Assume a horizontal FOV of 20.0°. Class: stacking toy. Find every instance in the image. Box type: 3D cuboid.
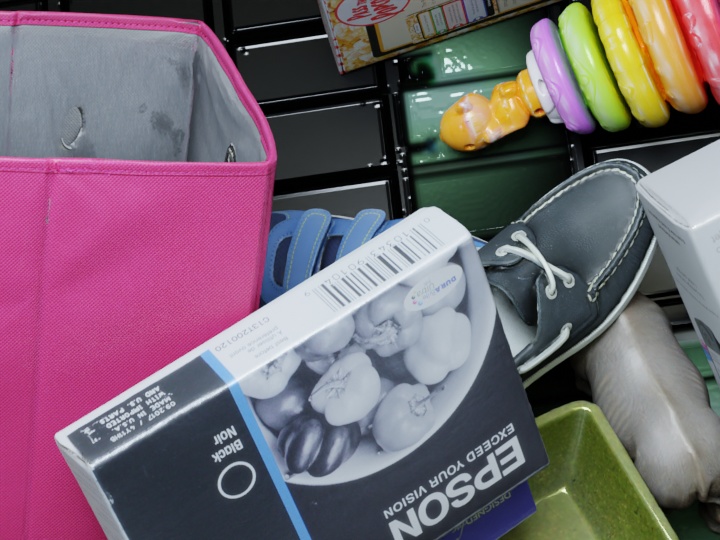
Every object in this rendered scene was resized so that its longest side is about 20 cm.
[{"bbox_3d":[0.136,-0.114,1.152,0.200,0.116,0.110,-22,64,14],"label":"stacking toy"}]

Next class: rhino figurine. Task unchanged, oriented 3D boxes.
[{"bbox_3d":[0.141,0.045,1.086,0.060,0.087,0.200,-24,69,-3],"label":"rhino figurine"}]

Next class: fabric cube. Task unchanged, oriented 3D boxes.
[{"bbox_3d":[-0.159,0.001,0.963,0.200,0.199,0.196,1,24,-15],"label":"fabric cube"}]

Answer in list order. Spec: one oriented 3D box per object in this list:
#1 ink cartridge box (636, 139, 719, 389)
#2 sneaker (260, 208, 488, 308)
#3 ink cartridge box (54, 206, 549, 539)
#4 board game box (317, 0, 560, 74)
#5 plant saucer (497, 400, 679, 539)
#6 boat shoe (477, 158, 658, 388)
[{"bbox_3d":[0.248,0.018,1.026,0.148,0.086,0.200,-28,110,-2],"label":"ink cartridge box"},{"bbox_3d":[0.000,0.000,1.124,0.200,0.082,0.074,8,73,11],"label":"sneaker"},{"bbox_3d":[-0.012,0.101,0.931,0.198,0.200,0.043,-32,37,-14],"label":"ink cartridge box"},{"bbox_3d":[0.067,-0.190,1.149,0.200,0.152,0.046,-18,69,0],"label":"board game box"},{"bbox_3d":[0.074,0.190,1.013,0.200,0.048,0.200,-24,61,-10],"label":"plant saucer"},{"bbox_3d":[0.078,0.019,1.033,0.076,0.060,0.200,38,88,20],"label":"boat shoe"}]
